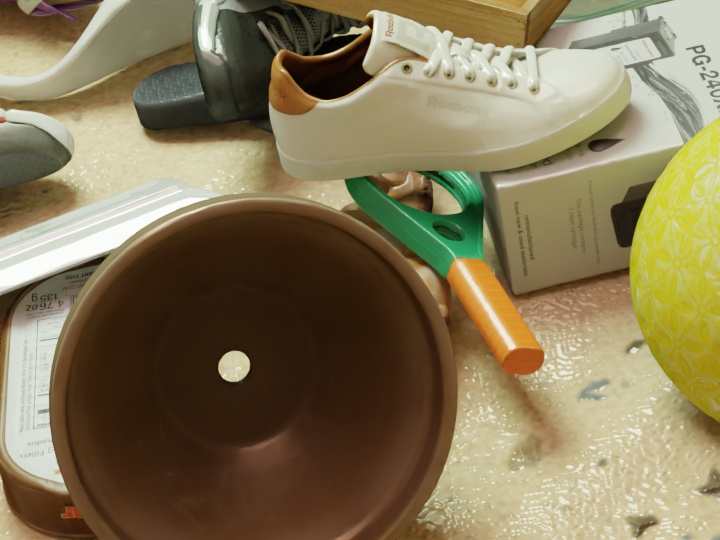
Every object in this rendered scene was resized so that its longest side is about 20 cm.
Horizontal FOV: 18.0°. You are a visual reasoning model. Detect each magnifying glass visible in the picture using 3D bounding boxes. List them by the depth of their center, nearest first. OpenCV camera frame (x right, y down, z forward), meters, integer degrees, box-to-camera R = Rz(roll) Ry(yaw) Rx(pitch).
[{"bbox_3d":[0.049,-0.012,1.242,0.079,0.022,0.200,6,32,-29],"label":"magnifying glass"}]

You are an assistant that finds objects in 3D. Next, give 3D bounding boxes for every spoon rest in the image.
[{"bbox_3d":[-0.168,-0.157,1.488,0.199,0.099,0.061,-15,73,10],"label":"spoon rest"}]

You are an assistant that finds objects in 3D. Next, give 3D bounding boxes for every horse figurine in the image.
[{"bbox_3d":[0.000,0.000,1.268,0.132,0.050,0.200,-6,31,-16],"label":"horse figurine"}]

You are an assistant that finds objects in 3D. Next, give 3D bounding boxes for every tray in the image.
[{"bbox_3d":[-0.179,-0.015,1.318,0.200,0.022,0.107,-22,9,-13],"label":"tray"},{"bbox_3d":[0.022,-0.182,1.353,0.200,0.037,0.099,18,37,17],"label":"tray"}]

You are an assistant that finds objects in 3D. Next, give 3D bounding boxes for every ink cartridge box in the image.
[{"bbox_3d":[0.163,-0.080,1.307,0.199,0.084,0.145,-14,39,-2],"label":"ink cartridge box"}]

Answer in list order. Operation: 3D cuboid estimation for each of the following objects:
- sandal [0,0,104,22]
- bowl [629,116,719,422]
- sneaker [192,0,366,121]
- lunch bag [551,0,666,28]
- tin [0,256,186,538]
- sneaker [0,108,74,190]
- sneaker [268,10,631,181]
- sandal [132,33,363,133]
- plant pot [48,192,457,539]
[{"bbox_3d":[-0.194,-0.195,1.531,0.202,0.082,0.050,-6,75,32],"label":"sandal"},{"bbox_3d":[0.238,-0.020,1.141,0.200,0.108,0.201,-2,64,3],"label":"bowl"},{"bbox_3d":[-0.031,-0.160,1.392,0.115,0.075,0.200,-7,29,14],"label":"sneaker"},{"bbox_3d":[0.171,-0.232,1.497,0.200,0.077,0.161,-17,41,-8],"label":"lunch bag"},{"bbox_3d":[-0.144,0.063,1.243,0.112,0.042,0.200,-13,39,4],"label":"tin"},{"bbox_3d":[-0.269,-0.039,1.387,0.199,0.077,0.082,-14,66,-3],"label":"sneaker"},{"bbox_3d":[0.047,-0.102,1.235,0.199,0.085,0.073,-9,38,4],"label":"sneaker"},{"bbox_3d":[-0.046,-0.111,1.436,0.200,0.043,0.076,-3,31,25],"label":"sandal"},{"bbox_3d":[-0.058,0.057,1.132,0.200,0.201,0.093,-18,13,-9],"label":"plant pot"}]
